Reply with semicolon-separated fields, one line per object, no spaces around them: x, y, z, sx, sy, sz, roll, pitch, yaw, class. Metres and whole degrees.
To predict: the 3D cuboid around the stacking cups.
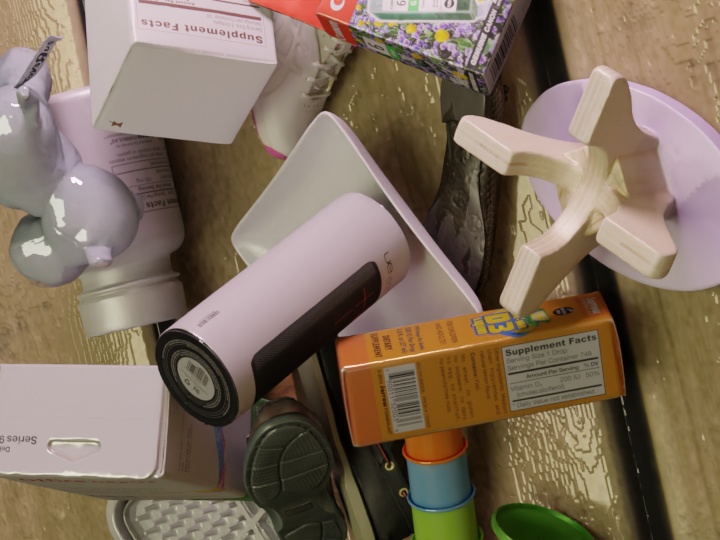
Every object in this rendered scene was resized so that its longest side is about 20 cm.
0.061;0.151;1.524;0.060;0.060;0.202;10;115;37;stacking cups

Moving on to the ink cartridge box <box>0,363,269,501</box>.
-0.170;0.125;1.522;0.144;0.200;0.089;-1;80;20;ink cartridge box

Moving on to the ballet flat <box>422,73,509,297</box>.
0.083;-0.063;1.504;0.067;0.046;0.202;18;114;36;ballet flat

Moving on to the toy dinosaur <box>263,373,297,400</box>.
-0.074;0.093;1.632;0.106;0.060;0.202;-27;77;14;toy dinosaur

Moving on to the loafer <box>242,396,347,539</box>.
-0.055;0.150;1.551;0.201;0.071;0.063;78;176;-53;loafer

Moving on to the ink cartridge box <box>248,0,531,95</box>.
0.022;-0.214;1.451;0.198;0.050;0.110;22;83;14;ink cartridge box

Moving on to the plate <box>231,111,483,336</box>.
0.000;0.000;1.554;0.200;0.032;0.200;52;142;9;plate

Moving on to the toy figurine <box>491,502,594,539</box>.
0.136;0.299;1.463;0.200;0.149;0.186;44;122;49;toy figurine

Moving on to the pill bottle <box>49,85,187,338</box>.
-0.209;-0.051;1.693;0.114;0.114;0.202;-13;90;40;pill bottle

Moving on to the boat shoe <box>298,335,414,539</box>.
-0.002;0.119;1.565;0.074;0.063;0.203;-141;31;-74;boat shoe

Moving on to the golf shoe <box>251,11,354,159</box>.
-0.035;-0.180;1.555;0.091;0.075;0.202;16;110;32;golf shoe

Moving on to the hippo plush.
-0.243;-0.080;1.589;0.161;0.160;0.199;41;125;-20;hippo plush

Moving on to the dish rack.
-0.124;0.213;1.722;0.172;0.043;0.200;53;126;18;dish rack

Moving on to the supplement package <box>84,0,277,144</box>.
-0.143;-0.215;1.544;0.117;0.116;0.202;129;140;-53;supplement package

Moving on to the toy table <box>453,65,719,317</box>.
0.167;-0.057;1.385;0.199;0.117;0.186;24;113;34;toy table

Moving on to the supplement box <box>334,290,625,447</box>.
0.084;0.069;1.431;0.198;0.067;0.069;-9;110;-2;supplement box

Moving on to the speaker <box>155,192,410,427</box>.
-0.053;0.024;1.441;0.081;0.200;0.082;26;135;29;speaker
